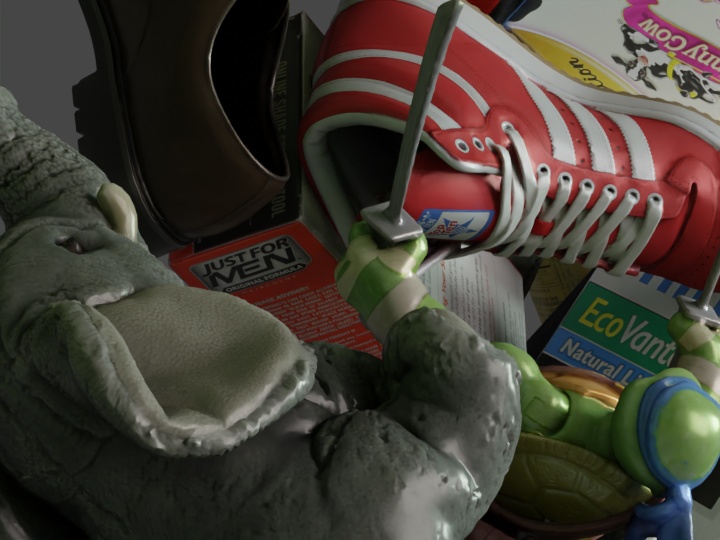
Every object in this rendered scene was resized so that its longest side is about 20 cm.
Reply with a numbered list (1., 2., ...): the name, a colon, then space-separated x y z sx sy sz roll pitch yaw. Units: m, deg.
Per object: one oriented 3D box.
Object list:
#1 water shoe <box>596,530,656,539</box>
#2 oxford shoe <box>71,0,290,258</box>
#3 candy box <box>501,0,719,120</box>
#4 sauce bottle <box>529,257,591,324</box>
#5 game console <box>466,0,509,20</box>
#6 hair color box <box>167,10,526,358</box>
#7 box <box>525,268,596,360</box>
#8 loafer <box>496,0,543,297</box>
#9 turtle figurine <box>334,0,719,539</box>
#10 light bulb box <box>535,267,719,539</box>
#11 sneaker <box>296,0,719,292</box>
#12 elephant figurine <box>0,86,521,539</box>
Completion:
1. water shoe: 0.082 0.179 0.890 0.201 0.079 0.071 -65 -174 -7
2. oxford shoe: -0.062 -0.110 0.911 0.073 0.084 0.201 11 64 -63
3. candy box: 0.151 -0.104 1.121 0.136 0.061 0.200 43 57 -1
4. sauce bottle: 0.092 -0.057 1.258 0.201 0.064 0.065 70 23 -13
5. game console: 0.075 -0.158 1.080 0.031 0.177 0.200 41 -6 -6
6. hair color box: 0.000 0.000 1.008 0.200 0.061 0.102 49 32 -46
7. box: 0.157 0.051 1.219 0.079 0.141 0.200 49 13 25
8. loafer: 0.083 -0.074 1.176 0.070 0.069 0.202 21 78 -44
9. turtle figurine: 0.053 0.022 0.876 0.143 0.193 0.201 -15 86 -41
10. light bulb box: 0.136 0.123 1.039 0.201 0.124 0.198 -56 141 -8
11. sneaker: 0.067 -0.025 0.927 0.199 0.071 0.113 27 37 -2
12. elephant figurine: -0.065 0.045 0.744 0.199 0.142 0.155 25 1 -12
